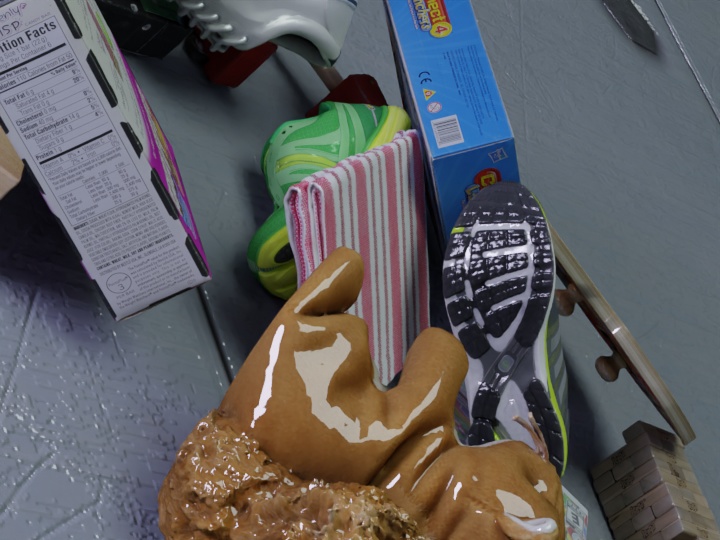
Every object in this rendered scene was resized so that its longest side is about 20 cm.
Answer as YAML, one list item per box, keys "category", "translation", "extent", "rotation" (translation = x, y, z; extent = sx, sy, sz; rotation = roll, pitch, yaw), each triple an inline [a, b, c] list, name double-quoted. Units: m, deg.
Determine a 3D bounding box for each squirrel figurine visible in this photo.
- category: "squirrel figurine"
  translation: [0.006, 0.119, 1.061]
  extent: [0.186, 0.142, 0.200]
  rotation: [36, 43, 7]

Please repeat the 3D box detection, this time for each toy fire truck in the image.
- category: "toy fire truck"
  translation: [-0.070, -0.172, 1.435]
  extent: [0.141, 0.049, 0.201]
  rotation: [4, 52, -57]

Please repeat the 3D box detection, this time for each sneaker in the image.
- category: "sneaker"
  translation: [-0.084, -0.174, 1.306]
  extent: [0.199, 0.073, 0.071]
  rotation: [10, 85, -33]
- category: "sneaker"
  translation: [-0.032, -0.046, 1.331]
  extent: [0.083, 0.075, 0.200]
  rotation: [16, 34, 14]
- category: "sneaker"
  translation: [0.095, 0.044, 1.316]
  extent: [0.081, 0.073, 0.202]
  rotation: [-10, 98, -77]

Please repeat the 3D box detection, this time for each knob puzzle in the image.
- category: "knob puzzle"
  translation: [0.164, 0.043, 1.449]
  extent: [0.220, 0.030, 0.220]
  rotation: [54, 2, -2]

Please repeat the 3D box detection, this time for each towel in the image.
- category: "towel"
  translation: [0.000, 0.000, 1.267]
  extent: [0.200, 0.030, 0.148]
  rotation: [-33, 124, -66]

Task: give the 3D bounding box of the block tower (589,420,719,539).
- category: "block tower"
  translation: [0.218, 0.204, 1.417]
  extent: [0.054, 0.058, 0.201]
  rotation: [23, 39, -44]

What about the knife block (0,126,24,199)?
- category: "knife block"
  translation: [-0.274, -0.106, 1.002]
  extent: [0.175, 0.064, 0.201]
  rotation: [-6, 62, -60]

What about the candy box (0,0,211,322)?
- category: "candy box"
  translation: [-0.151, -0.092, 1.075]
  extent: [0.137, 0.061, 0.201]
  rotation: [-113, 179, -53]

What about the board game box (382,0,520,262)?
- category: "board game box"
  translation: [0.067, -0.085, 1.424]
  extent: [0.197, 0.055, 0.201]
  rotation: [76, 0, -49]

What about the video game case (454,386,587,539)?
- category: "video game case"
  translation: [0.084, 0.166, 1.289]
  extent: [0.143, 0.018, 0.200]
  rotation: [45, 27, -16]

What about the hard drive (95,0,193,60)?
- category: "hard drive"
  translation: [-0.201, -0.211, 1.284]
  extent: [0.199, 0.038, 0.140]
  rotation: [11, 47, -53]
